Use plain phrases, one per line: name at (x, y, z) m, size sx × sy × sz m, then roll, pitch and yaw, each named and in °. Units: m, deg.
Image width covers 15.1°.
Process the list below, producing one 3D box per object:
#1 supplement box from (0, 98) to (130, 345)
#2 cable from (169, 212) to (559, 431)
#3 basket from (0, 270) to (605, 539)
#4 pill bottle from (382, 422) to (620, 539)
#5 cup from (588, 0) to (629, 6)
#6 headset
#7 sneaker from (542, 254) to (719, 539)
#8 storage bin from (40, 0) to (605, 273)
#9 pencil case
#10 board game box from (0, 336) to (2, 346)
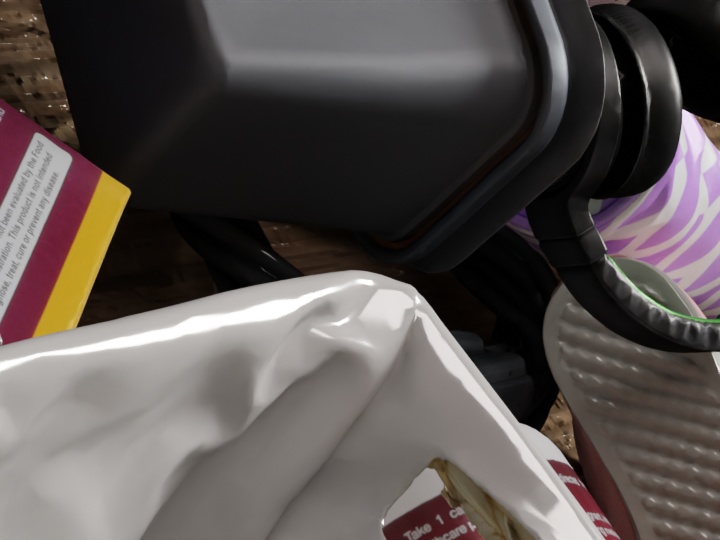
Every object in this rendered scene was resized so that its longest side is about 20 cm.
supplement box at (-0.174, -0.023, 0.733) m, size 0.200 × 0.086 × 0.111 m, roll 36°, pitch 32°, yaw -14°
cable at (0.000, 0.000, 0.971) m, size 0.163 × 0.051 × 0.200 m, roll 44°, pitch 24°, yaw 17°
basket at (-0.042, 0.097, 0.586) m, size 0.136 × 0.123 × 0.200 m, roll 53°, pitch 31°, yaw 14°
pill bottle at (0.036, 0.118, 0.783) m, size 0.113 × 0.113 × 0.200 m, roll -1°, pitch 52°, yaw -52°
cup at (0.035, -0.154, 1.108) m, size 0.200 × 0.143 × 0.201 m, roll 31°, pitch 32°, yaw -22°
headset at (0.090, -0.069, 0.914) m, size 0.123 × 0.094 × 0.201 m, roll -30°, pitch 103°, yaw -27°
sneaker at (0.126, 0.092, 0.968) m, size 0.105 × 0.075 × 0.201 m, roll 30°, pitch 37°, yaw -78°
storage bin at (-0.036, -0.102, 0.876) m, size 0.134 × 0.146 × 0.201 m, roll 0°, pitch 63°, yaw -36°
pencil case at (0.112, -0.027, 1.037) m, size 0.200 × 0.083 × 0.086 m, roll 33°, pitch 60°, yaw -62°
board game box at (-0.197, -0.062, 0.628) m, size 0.199 × 0.041 × 0.201 m, roll 14°, pitch 41°, yaw -40°
